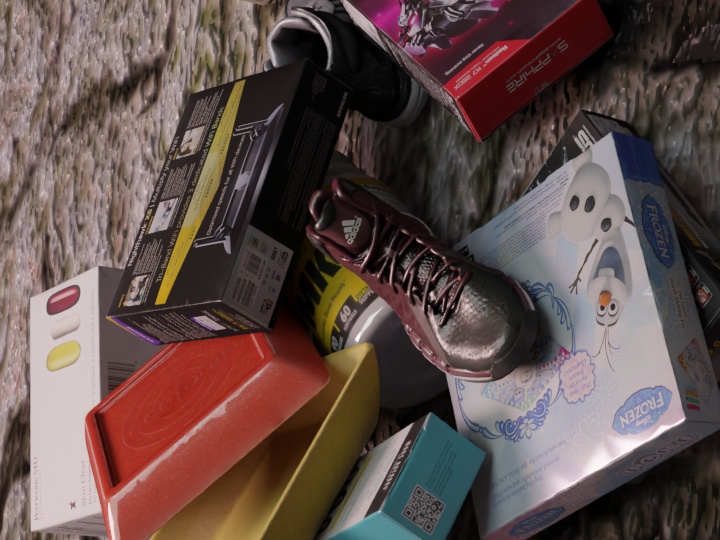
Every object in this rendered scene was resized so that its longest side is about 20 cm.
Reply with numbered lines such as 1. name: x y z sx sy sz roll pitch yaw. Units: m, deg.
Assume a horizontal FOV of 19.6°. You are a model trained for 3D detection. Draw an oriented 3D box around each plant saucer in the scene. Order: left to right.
1. plant saucer: -0.125 0.097 1.521 0.199 0.037 0.200 -40 22 2
2. plant saucer: -0.069 0.157 1.466 0.200 0.048 0.201 -22 33 56

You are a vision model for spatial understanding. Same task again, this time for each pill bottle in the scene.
1. pill bottle: 0.000 0.000 1.552 0.200 0.114 0.115 51 121 45

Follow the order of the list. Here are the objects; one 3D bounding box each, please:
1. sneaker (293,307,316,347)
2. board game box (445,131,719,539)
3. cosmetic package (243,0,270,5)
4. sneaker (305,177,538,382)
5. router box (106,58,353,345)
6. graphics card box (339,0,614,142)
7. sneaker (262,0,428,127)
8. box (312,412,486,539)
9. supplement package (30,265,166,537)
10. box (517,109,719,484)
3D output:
1. sneaker: -0.055 0.093 1.648 0.079 0.073 0.202 67 -166 -82
2. board game box: 0.133 0.047 1.349 0.200 0.043 0.200 -37 54 43
3. cosmetic package: -0.071 -0.322 1.730 0.200 0.103 0.088 -41 53 37
4. sneaker: 0.024 0.000 1.362 0.076 0.115 0.200 -57 39 2
5. router box: -0.098 -0.048 1.551 0.157 0.052 0.201 -8 57 52
6. graphics card box: 0.076 -0.190 1.508 0.125 0.051 0.200 -38 43 -3
7. sneaker: -0.033 -0.186 1.637 0.200 0.113 0.076 48 118 46
8. box: 0.006 0.168 1.415 0.083 0.049 0.200 -60 11 -30
9. supplement package: -0.181 0.114 1.721 0.111 0.155 0.202 -22 65 48
10. box: 0.166 0.016 1.389 0.159 0.048 0.201 -56 43 27
